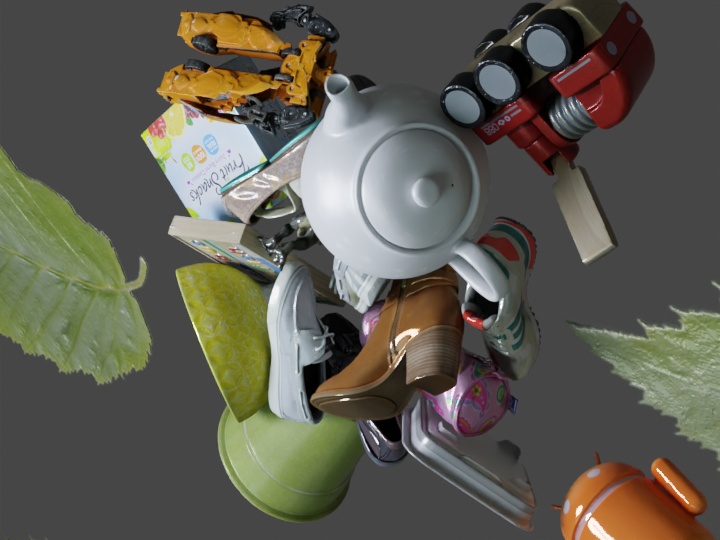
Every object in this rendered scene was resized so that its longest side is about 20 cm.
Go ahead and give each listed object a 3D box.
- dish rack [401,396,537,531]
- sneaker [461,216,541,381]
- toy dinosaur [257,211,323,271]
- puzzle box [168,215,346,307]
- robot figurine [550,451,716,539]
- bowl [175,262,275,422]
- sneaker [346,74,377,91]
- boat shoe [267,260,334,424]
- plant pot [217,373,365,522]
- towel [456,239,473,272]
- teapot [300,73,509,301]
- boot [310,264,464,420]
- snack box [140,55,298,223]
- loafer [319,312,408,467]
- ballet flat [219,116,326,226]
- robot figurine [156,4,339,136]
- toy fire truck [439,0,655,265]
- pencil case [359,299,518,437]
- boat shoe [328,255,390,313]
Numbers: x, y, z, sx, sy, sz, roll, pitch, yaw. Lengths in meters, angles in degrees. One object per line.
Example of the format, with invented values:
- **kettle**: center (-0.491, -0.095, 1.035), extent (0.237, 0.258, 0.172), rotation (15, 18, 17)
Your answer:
- **dish rack**: center (0.127, 0.205, 1.277), extent (0.171, 0.200, 0.044), rotation (35, 98, -2)
- **sneaker**: center (0.138, 0.047, 1.191), extent (0.070, 0.093, 0.201), rotation (22, 134, 33)
- **toy dinosaur**: center (-0.065, -0.042, 1.251), extent (0.048, 0.088, 0.200), rotation (57, 175, -2)
- **puzzle box**: center (-0.122, -0.010, 1.376), extent (0.132, 0.026, 0.200), rotation (9, 163, 43)
- **robot figurine**: center (0.289, 0.283, 1.190), extent (0.200, 0.116, 0.145), rotation (43, 139, 41)
- **bowl**: center (-0.139, 0.072, 1.385), extent (0.200, 0.107, 0.202), rotation (157, 90, -84)
- **sneaker**: center (0.011, -0.101, 1.183), extent (0.114, 0.076, 0.200), rotation (-15, 113, 45)
- **boat shoe**: center (-0.062, 0.086, 1.306), extent (0.071, 0.070, 0.203), rotation (15, 118, 25)
- **plant pot**: center (-0.053, 0.189, 1.451), extent (0.200, 0.200, 0.190), rotation (47, 131, 6)
- **towel**: center (0.035, -0.076, 1.256), extent (0.199, 0.022, 0.148), rotation (14, 129, 39)
- **teapot**: center (0.045, -0.075, 1.055), extent (0.146, 0.198, 0.199), rotation (-147, 61, -71)
- **boot**: center (0.029, 0.069, 1.223), extent (0.076, 0.157, 0.199), rotation (27, 142, -33)
- **snack box**: center (-0.158, -0.140, 1.363), extent (0.199, 0.068, 0.170), rotation (-25, 98, 53)
- **loafer**: center (0.006, 0.131, 1.338), extent (0.201, 0.071, 0.063), rotation (63, 163, 19)
- **ballet flat**: center (-0.076, -0.101, 1.225), extent (0.199, 0.068, 0.068), rotation (-26, 101, 49)
- **robot figurine**: center (-0.112, -0.216, 1.211), extent (0.198, 0.146, 0.058), rotation (12, 170, 20)
- **toy fire truck**: center (0.187, -0.127, 0.990), extent (0.200, 0.129, 0.176), rotation (45, 143, -11)
- **pencil case**: center (0.083, 0.103, 1.266), extent (0.200, 0.087, 0.088), rotation (36, 144, 46)
- **boat shoe**: center (-0.001, 0.001, 1.256), extent (0.065, 0.075, 0.202), rotation (34, 179, -1)
